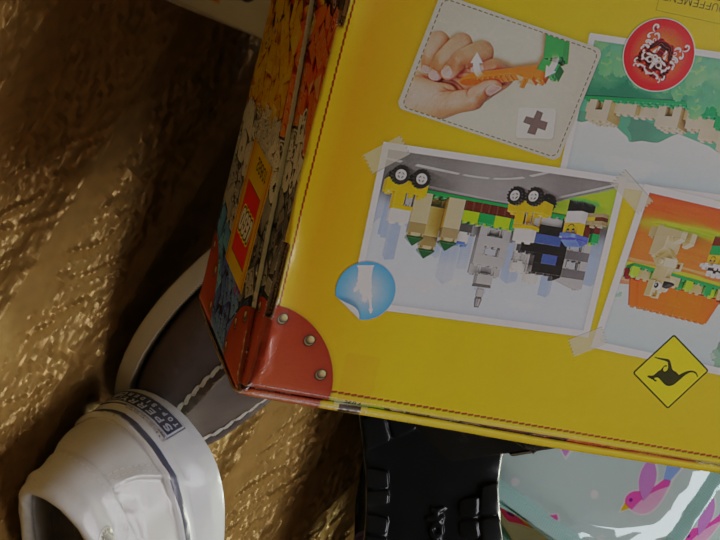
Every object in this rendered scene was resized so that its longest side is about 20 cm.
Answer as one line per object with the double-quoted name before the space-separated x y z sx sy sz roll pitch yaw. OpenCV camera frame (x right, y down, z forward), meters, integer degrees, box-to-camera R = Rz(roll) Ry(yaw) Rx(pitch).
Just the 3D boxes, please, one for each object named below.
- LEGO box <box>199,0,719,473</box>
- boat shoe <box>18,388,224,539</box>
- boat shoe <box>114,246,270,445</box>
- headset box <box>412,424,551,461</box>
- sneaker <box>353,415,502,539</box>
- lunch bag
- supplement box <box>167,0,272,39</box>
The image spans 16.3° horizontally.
"LEGO box" 0.071 -0.030 0.706 0.077 0.200 0.149 -119 -138 -68
"boat shoe" -0.081 0.136 0.844 0.066 0.072 0.200 -34 140 -39
"boat shoe" 0.000 0.000 0.800 0.200 0.060 0.072 -43 162 23
"headset box" 0.087 -0.017 0.887 0.200 0.075 0.149 -49 -167 -22
"sneaker" 0.026 0.059 1.002 0.088 0.076 0.201 -136 -125 -81
"lunch bag" 0.132 0.067 1.128 0.171 0.122 0.200 -55 135 -10
"supplement box" 0.029 -0.133 0.806 0.200 0.073 0.126 -7 120 -60
